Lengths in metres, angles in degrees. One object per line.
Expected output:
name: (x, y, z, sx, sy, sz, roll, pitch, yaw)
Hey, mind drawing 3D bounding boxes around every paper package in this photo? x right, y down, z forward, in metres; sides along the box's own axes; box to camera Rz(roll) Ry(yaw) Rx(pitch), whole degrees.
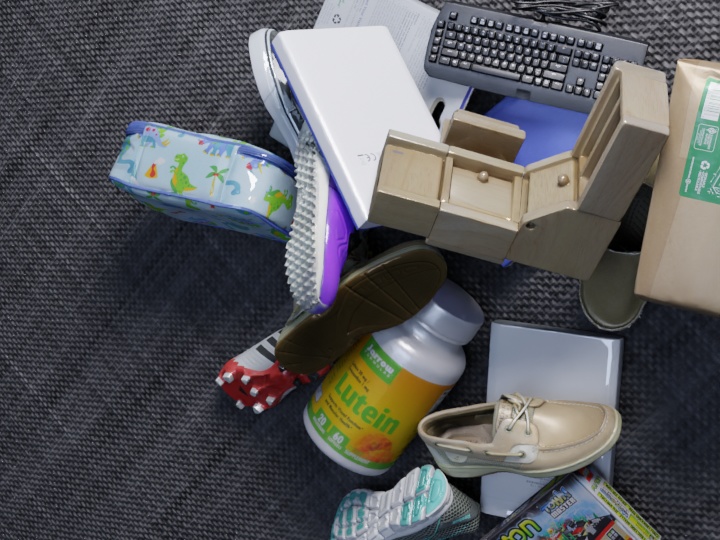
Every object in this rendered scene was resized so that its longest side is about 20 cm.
paper package: (0.311, -0.069, 0.961, 0.103, 0.191, 0.200, 14, 102, 22)

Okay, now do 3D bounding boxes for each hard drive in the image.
hard drive: (0.011, -0.137, 1.066, 0.025, 0.132, 0.200, -44, 66, 48)
hard drive: (0.180, -0.114, 1.104, 0.200, 0.025, 0.132, -38, 80, 26)
hard drive: (0.190, 0.156, 1.145, 0.132, 0.027, 0.200, 7, 101, 26)

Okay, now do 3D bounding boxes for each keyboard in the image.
keyboard: (0.159, -0.209, 1.047, 0.200, 0.040, 0.104, 15, 94, 14)

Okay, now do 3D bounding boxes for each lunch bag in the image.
lunch bag: (-0.149, -0.089, 1.207, 0.200, 0.161, 0.083, 13, 80, 26)

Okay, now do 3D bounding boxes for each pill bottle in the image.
pill bottle: (0.037, 0.102, 1.165, 0.111, 0.111, 0.200, 41, 112, 16)

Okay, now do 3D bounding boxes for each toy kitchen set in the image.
toy kitchen set: (0.131, -0.127, 0.976, 0.200, 0.163, 0.180, 15, 137, -4)

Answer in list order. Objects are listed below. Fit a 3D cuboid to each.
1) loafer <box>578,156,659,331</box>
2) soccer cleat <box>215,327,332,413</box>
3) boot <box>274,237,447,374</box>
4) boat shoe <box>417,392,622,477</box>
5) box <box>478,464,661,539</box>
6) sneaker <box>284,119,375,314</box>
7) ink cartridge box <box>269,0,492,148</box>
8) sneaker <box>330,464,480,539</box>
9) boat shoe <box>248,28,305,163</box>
loafer: (0.237, -0.024, 1.049, 0.076, 0.067, 0.200, 14, 122, 18)
soccer cleat: (-0.085, 0.099, 1.255, 0.069, 0.085, 0.200, 49, 141, -11)
boot: (0.000, 0.000, 1.137, 0.200, 0.155, 0.072, -35, 117, 26)
boat shoe: (0.150, 0.154, 1.100, 0.200, 0.072, 0.065, -12, 132, 32)
box: (0.188, 0.284, 1.135, 0.110, 0.035, 0.200, 45, 123, 6)
sneaker: (-0.010, -0.052, 1.062, 0.070, 0.099, 0.200, 142, 135, -59)
ink cartridge box: (0.023, -0.180, 1.165, 0.200, 0.041, 0.200, 34, 110, 25)
sneaker: (0.046, 0.270, 1.206, 0.200, 0.091, 0.078, -28, 42, 46)
boat shoe: (-0.044, -0.159, 1.151, 0.071, 0.072, 0.200, -25, 92, 23)
